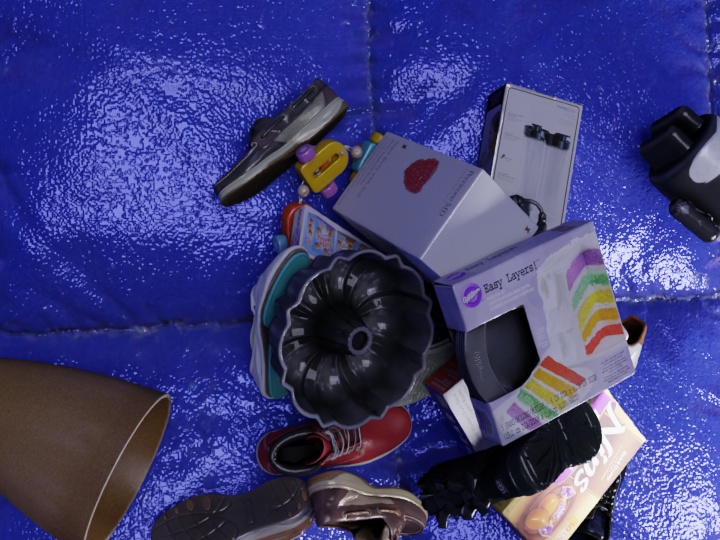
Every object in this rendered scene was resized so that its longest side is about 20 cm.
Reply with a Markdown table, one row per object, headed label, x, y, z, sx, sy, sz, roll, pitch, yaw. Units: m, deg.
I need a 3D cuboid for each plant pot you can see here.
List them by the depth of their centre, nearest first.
| label | x | y | z | sx | sy | sz | roll | pitch | yaw |
| --- | --- | --- | --- | --- | --- | --- | --- | --- | --- |
| plant pot | -0.334 | 0.177 | 0.964 | 0.198 | 0.186 | 0.189 | 25 | 80 | 2 |

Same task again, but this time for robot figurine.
| label | x | y | z | sx | sy | sz | roll | pitch | yaw |
| --- | --- | --- | --- | --- | --- | --- | --- | --- | --- |
| robot figurine | 0.472 | -0.128 | 1.214 | 0.199 | 0.125 | 0.151 | 39 | 101 | -9 |

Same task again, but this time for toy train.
| label | x | y | z | sx | sy | sz | roll | pitch | yaw |
| --- | --- | --- | --- | --- | --- | --- | --- | --- | --- |
| toy train | -0.028 | -0.095 | 1.119 | 0.197 | 0.055 | 0.153 | -18 | 117 | -25 |

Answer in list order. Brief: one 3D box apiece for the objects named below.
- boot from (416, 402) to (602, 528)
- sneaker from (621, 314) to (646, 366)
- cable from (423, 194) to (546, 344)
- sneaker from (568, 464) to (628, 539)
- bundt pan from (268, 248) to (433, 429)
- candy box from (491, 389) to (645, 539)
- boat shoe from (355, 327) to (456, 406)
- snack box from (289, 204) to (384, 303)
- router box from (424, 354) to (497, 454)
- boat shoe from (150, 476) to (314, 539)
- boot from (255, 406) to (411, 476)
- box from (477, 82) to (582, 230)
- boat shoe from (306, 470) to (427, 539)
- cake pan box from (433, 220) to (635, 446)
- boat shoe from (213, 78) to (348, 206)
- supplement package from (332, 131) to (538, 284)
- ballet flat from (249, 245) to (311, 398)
| label | x | y | z | sx | sy | sz | roll | pitch | yaw |
| --- | --- | --- | --- | --- | --- | --- | --- | --- | --- |
| boot | 0.168 | 0.219 | 1.025 | 0.197 | 0.162 | 0.074 | -22 | 83 | -47 |
| sneaker | 0.261 | 0.091 | 1.064 | 0.198 | 0.073 | 0.086 | -12 | 131 | -34 |
| cable | 0.139 | 0.004 | 1.082 | 0.051 | 0.161 | 0.203 | 24 | 76 | -51 |
| sneaker | 0.304 | 0.303 | 1.160 | 0.070 | 0.078 | 0.202 | 31 | 80 | -10 |
| bundt pan | -0.019 | 0.069 | 1.001 | 0.199 | 0.075 | 0.206 | -9 | 107 | -31 |
| candy box | 0.253 | 0.243 | 1.112 | 0.200 | 0.056 | 0.117 | -47 | 118 | -8 |
| boat shoe | 0.073 | 0.115 | 1.120 | 0.197 | 0.062 | 0.076 | -18 | 110 | -19 |
| snack box | 0.000 | 0.000 | 1.083 | 0.199 | 0.024 | 0.073 | 32 | 45 | -29 |
| router box | 0.198 | 0.165 | 1.126 | 0.179 | 0.049 | 0.201 | -39 | 115 | -14 |
| boat shoe | -0.144 | 0.301 | 1.043 | 0.197 | 0.072 | 0.077 | -12 | 48 | 4 |
| boot | -0.018 | 0.199 | 1.049 | 0.197 | 0.144 | 0.074 | -12 | 82 | -17 |
| box | 0.214 | -0.129 | 1.176 | 0.115 | 0.060 | 0.204 | 11 | 84 | -13 |
| boat shoe | 0.013 | 0.293 | 1.049 | 0.199 | 0.071 | 0.073 | 36 | 37 | -45 |
| cake pan box | 0.188 | 0.065 | 0.970 | 0.198 | 0.052 | 0.187 | -22 | 99 | -20 |
| boat shoe | -0.105 | -0.158 | 1.095 | 0.200 | 0.072 | 0.066 | -40 | 85 | -13 |
| supplement package | 0.083 | -0.062 | 1.042 | 0.119 | 0.199 | 0.122 | 39 | 86 | -36 |
| ballet flat | -0.103 | 0.055 | 1.041 | 0.068 | 0.070 | 0.203 | 1 | 118 | -14 |
